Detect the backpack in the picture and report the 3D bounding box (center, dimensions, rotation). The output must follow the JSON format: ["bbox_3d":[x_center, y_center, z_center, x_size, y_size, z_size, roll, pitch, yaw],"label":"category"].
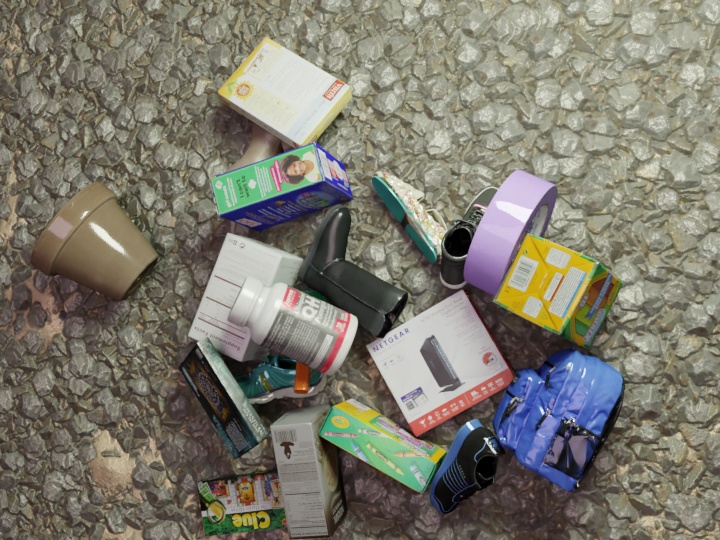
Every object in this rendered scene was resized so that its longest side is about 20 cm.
[{"bbox_3d":[0.315,0.219,1.251,0.168,0.163,0.200,30,91,0],"label":"backpack"}]

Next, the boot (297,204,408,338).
[{"bbox_3d":[0.000,0.001,1.380,0.200,0.066,0.165,35,109,31],"label":"boot"}]

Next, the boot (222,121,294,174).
[{"bbox_3d":[-0.177,-0.252,1.468,0.200,0.070,0.146,-14,78,13],"label":"boot"}]

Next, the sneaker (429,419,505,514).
[{"bbox_3d":[0.175,0.341,1.299,0.078,0.070,0.200,45,132,40],"label":"sneaker"}]

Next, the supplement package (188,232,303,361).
[{"bbox_3d":[-0.205,0.049,1.429,0.117,0.117,0.200,22,94,15],"label":"supplement package"}]

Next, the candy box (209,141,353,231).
[{"bbox_3d":[-0.135,-0.143,1.392,0.200,0.169,0.077,-18,80,13],"label":"candy box"}]

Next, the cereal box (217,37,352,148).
[{"bbox_3d":[-0.135,-0.314,1.415,0.200,0.040,0.144,35,77,18],"label":"cereal box"}]

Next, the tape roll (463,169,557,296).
[{"bbox_3d":[0.242,-0.057,1.270,0.066,0.200,0.200,27,94,19],"label":"tape roll"}]

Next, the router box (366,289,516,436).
[{"bbox_3d":[0.139,0.159,1.367,0.200,0.049,0.180,-32,80,11],"label":"router box"}]

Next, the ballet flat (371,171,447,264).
[{"bbox_3d":[0.098,-0.100,1.390,0.064,0.076,0.200,-33,83,-20],"label":"ballet flat"}]

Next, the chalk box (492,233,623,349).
[{"bbox_3d":[0.321,0.039,1.247,0.124,0.200,0.125,28,94,34],"label":"chalk box"}]

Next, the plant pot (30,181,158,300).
[{"bbox_3d":[-0.484,-0.036,1.485,0.175,0.200,0.200,39,98,-5],"label":"plant pot"}]

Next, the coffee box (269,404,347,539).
[{"bbox_3d":[-0.088,0.347,1.373,0.080,0.114,0.200,-8,94,15],"label":"coffee box"}]

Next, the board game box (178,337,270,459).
[{"bbox_3d":[-0.242,0.226,1.382,0.200,0.028,0.135,57,145,7],"label":"board game box"}]

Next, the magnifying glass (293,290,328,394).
[{"bbox_3d":[-0.097,0.123,1.397,0.080,0.022,0.200,0,54,4],"label":"magnifying glass"}]

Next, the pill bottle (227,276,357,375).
[{"bbox_3d":[-0.115,0.087,1.317,0.200,0.111,0.111,25,94,-10],"label":"pill bottle"}]

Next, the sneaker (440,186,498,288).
[{"bbox_3d":[0.192,-0.072,1.314,0.071,0.099,0.200,24,70,15],"label":"sneaker"}]

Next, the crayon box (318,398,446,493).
[{"bbox_3d":[0.041,0.295,1.351,0.200,0.119,0.058,27,94,15],"label":"crayon box"}]

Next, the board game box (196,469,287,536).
[{"bbox_3d":[-0.204,0.425,1.451,0.200,0.023,0.105,-13,86,20],"label":"board game box"}]

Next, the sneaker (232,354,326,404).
[{"bbox_3d":[-0.161,0.186,1.424,0.200,0.078,0.080,-10,116,6],"label":"sneaker"}]
